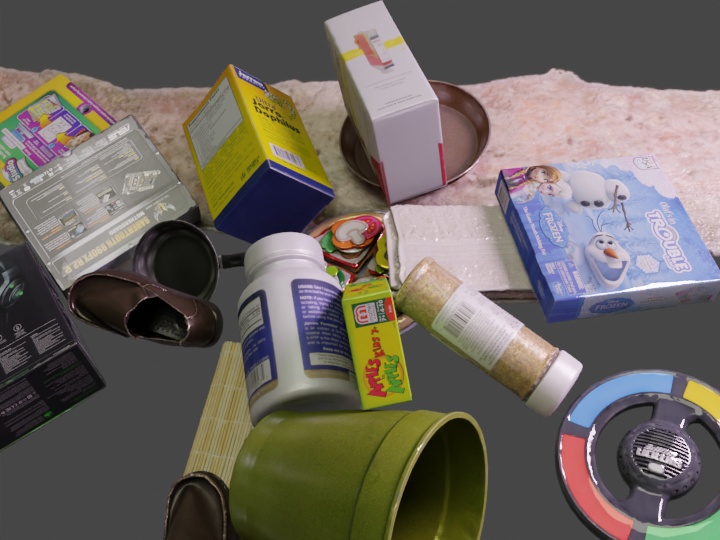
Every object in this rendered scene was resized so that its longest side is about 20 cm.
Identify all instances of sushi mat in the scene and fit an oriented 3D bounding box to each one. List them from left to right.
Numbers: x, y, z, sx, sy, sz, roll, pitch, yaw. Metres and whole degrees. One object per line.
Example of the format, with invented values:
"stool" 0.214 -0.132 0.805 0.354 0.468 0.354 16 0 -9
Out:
"sushi mat" -0.131 0.166 1.017 0.095 0.012 0.202 3 53 12

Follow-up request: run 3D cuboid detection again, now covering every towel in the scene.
"towel" 0.126 -0.022 1.082 0.197 0.035 0.134 -1 52 -5

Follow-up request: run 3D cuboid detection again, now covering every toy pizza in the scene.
"toy pizza" 0.000 0.000 1.110 0.198 0.032 0.202 -5 52 7

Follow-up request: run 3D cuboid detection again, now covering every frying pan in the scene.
"frying pan" -0.187 -0.021 1.109 0.189 0.031 0.116 -31 86 16

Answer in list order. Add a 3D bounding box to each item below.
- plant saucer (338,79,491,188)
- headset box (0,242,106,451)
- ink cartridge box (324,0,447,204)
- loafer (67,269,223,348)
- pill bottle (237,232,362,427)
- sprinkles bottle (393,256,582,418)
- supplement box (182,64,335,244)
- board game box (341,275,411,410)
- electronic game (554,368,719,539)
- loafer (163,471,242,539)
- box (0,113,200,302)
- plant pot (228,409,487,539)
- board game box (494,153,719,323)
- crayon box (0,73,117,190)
"plant saucer" 0.071 -0.169 1.227 0.198 0.035 0.202 -5 51 6
"headset box" -0.417 0.087 1.079 0.173 0.093 0.200 -31 53 -14
"ink cartridge box" 0.030 -0.206 1.151 0.083 0.146 0.201 -19 51 -3
"loafer" -0.257 0.042 1.083 0.198 0.071 0.074 9 93 16
"pill bottle" -0.069 0.066 1.003 0.118 0.120 0.202 -12 58 1
"sprinkles bottle" 0.131 0.067 0.976 0.199 0.068 0.068 36 64 12
"supplement box" -0.129 -0.138 1.167 0.109 0.109 0.201 -44 48 24
"board game box" 0.015 0.066 0.939 0.047 0.200 0.103 -11 93 1
"electronic game" 0.288 0.183 0.909 0.197 0.042 0.202 -5 52 6
"loafer" -0.153 0.276 0.883 0.072 0.071 0.202 -16 52 6
"box" -0.326 -0.081 1.186 0.199 0.048 0.159 -35 79 -16
"plant pot" -0.010 0.210 0.863 0.191 0.201 0.201 9 54 31
"board game box" 0.275 -0.042 1.063 0.197 0.044 0.201 -6 51 -11
"crayon box" -0.424 -0.164 1.297 0.172 0.059 0.200 -40 57 -18
